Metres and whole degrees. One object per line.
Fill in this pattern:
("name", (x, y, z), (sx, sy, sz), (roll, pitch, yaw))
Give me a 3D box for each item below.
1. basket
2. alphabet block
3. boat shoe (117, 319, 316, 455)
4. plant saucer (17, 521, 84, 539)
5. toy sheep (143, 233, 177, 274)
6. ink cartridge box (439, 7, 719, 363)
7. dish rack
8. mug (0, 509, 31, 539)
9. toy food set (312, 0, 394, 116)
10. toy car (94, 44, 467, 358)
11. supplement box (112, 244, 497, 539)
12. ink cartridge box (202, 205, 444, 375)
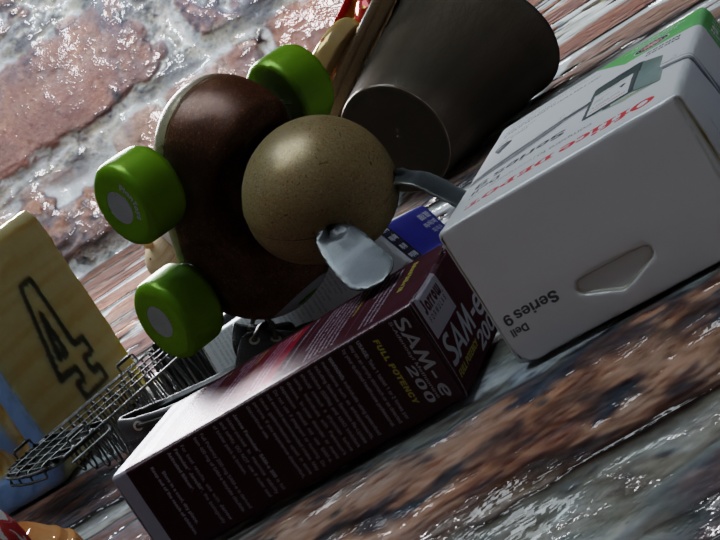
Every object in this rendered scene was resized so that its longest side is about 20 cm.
("basket", (0.073, -0.172, 1.749), (0.179, 0.137, 0.200), (15, 40, 18))
("alphabet block", (-0.331, 0.098, 1.559), (0.194, 0.197, 0.200), (-29, 9, 19))
("boat shoe", (-0.067, 0.064, 1.175), (0.199, 0.067, 0.070), (-33, 8, 8))
("plant saucer", (-0.261, 0.218, 1.153), (0.199, 0.038, 0.200), (-33, 8, 5))
("toy sheep", (-0.182, -0.072, 2.177), (0.201, 0.138, 0.138), (-53, 11, -6))
("ink cartridge box", (0.137, -0.050, 0.977), (0.145, 0.084, 0.200), (-31, 9, 22))
("dish rack", (-0.175, 0.107, 1.407), (0.200, 0.055, 0.153), (-41, 9, -28))
("mug", (-0.241, 0.194, 0.906), (0.177, 0.134, 0.200), (-31, 5, 4))
("toy food set", (-0.018, -0.212, 1.854), (0.198, 0.048, 0.201), (116, 178, -60))
("toy car", (-0.026, -0.031, 1.091), (0.199, 0.159, 0.164), (15, 42, 42))
("supplement box", (-0.028, 0.071, 1.006), (0.199, 0.061, 0.109), (-32, 8, 21))
("ink cartridge box", (0.000, 0.000, 1.289), (0.199, 0.041, 0.200), (-31, 1, 12))
